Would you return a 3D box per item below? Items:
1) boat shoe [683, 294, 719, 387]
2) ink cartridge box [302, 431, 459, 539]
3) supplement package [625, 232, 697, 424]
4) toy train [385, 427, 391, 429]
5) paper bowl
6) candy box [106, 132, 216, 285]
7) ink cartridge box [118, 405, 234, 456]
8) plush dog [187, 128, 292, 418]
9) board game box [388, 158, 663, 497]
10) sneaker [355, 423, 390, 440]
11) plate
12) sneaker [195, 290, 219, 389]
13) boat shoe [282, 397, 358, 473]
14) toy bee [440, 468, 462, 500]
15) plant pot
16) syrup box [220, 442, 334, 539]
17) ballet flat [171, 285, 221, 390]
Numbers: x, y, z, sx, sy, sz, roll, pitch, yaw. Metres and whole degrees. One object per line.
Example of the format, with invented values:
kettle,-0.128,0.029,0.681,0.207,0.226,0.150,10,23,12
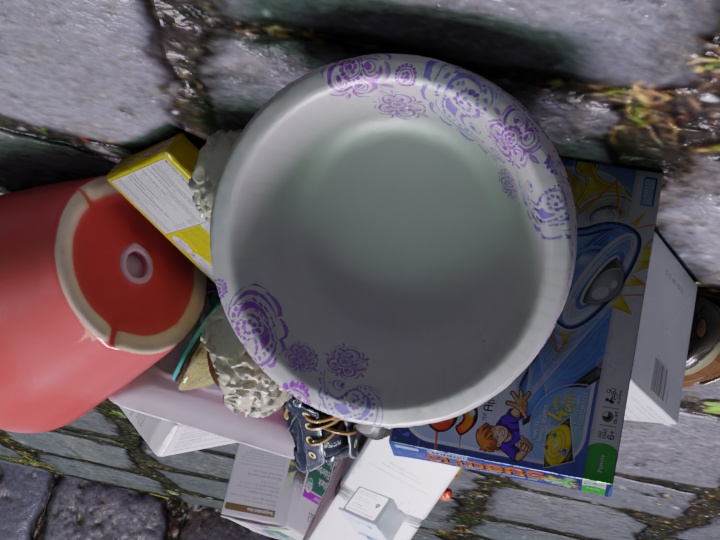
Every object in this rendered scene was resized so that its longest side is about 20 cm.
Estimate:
boat shoe,0.231,0.070,1.165,0.074,0.076,0.200,18,164,-28
ink cartridge box,0.034,0.166,1.307,0.085,0.147,0.201,27,129,0
supplement package,0.130,0.039,1.068,0.199,0.110,0.114,2,160,31
toy train,0.082,0.026,0.950,0.042,0.200,0.056,42,162,5
paper bowl,0.023,-0.019,0.820,0.199,0.202,0.104,10,-172,9
candy box,-0.092,-0.016,1.077,0.200,0.026,0.102,46,148,-21
ink cartridge box,-0.160,0.093,1.391,0.199,0.045,0.176,-4,-139,-51
plush dog,-0.013,0.002,0.977,0.159,0.201,0.172,-16,157,17
board game box,0.104,0.026,0.889,0.134,0.201,0.034,9,160,11
sneaker,0.075,0.093,1.191,0.079,0.200,0.076,42,131,18
plate,-0.140,0.078,1.350,0.199,0.200,0.032,21,119,-23
sneaker,-0.062,0.045,1.301,0.199,0.096,0.079,-6,159,-32
boat shoe,-0.025,0.111,1.179,0.070,0.091,0.200,-13,171,-9
toy bee,0.072,0.181,1.475,0.199,0.110,0.131,6,-178,-17
plant pot,-0.229,0.016,1.154,0.200,0.202,0.177,26,148,-38
syrup box,-0.070,0.169,1.483,0.081,0.201,0.079,5,161,25
ballet flat,-0.098,0.045,1.175,0.070,0.071,0.200,12,-155,2
